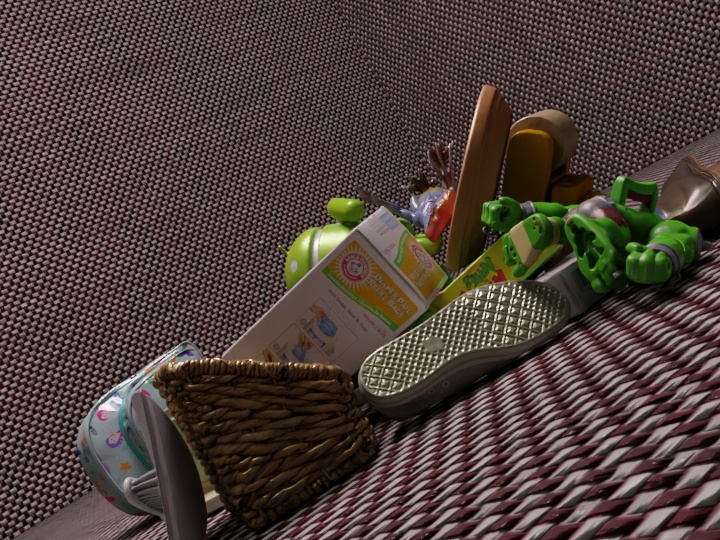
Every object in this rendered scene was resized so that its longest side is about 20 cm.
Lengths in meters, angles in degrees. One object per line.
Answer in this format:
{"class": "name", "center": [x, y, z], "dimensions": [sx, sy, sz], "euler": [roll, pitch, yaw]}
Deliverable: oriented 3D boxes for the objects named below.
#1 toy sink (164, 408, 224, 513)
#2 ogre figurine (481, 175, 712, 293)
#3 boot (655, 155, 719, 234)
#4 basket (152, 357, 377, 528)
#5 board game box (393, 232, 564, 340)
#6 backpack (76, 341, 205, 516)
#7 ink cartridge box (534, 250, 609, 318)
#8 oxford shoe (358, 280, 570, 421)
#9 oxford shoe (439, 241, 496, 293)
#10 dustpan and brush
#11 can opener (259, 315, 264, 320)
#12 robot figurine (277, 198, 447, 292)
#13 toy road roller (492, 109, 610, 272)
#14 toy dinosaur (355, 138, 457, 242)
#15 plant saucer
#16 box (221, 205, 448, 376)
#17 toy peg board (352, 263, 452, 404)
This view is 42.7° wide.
{"class": "toy sink", "center": [-0.127, 0.167, 0.998], "dimensions": [0.130, 0.112, 0.200], "euler": [-30, -1, 16]}
{"class": "ogre figurine", "center": [0.208, -0.029, 0.785], "dimensions": [0.119, 0.099, 0.200], "euler": [-7, -1, -30]}
{"class": "boot", "center": [0.309, -0.063, 0.919], "dimensions": [0.097, 0.075, 0.200], "euler": [-27, 1, 4]}
{"class": "basket", "center": [-0.081, 0.115, 0.791], "dimensions": [0.142, 0.149, 0.200], "euler": [-29, -2, -17]}
{"class": "board game box", "center": [0.118, 0.028, 0.934], "dimensions": [0.200, 0.048, 0.102], "euler": [-43, -11, -2]}
{"class": "backpack", "center": [-0.251, 0.206, 1.172], "dimensions": [0.200, 0.178, 0.151], "euler": [-33, -4, -30]}
{"class": "ink cartridge box", "center": [0.175, 0.030, 0.947], "dimensions": [0.200, 0.057, 0.162], "euler": [-25, 3, 43]}
{"class": "oxford shoe", "center": [0.090, 0.068, 0.798], "dimensions": [0.199, 0.075, 0.058], "euler": [-26, -39, -10]}
{"class": "oxford shoe", "center": [0.126, 0.048, 1.031], "dimensions": [0.200, 0.071, 0.073], "euler": [-40, -32, 7]}
{"class": "dustpan and brush", "center": [-0.163, 0.198, 0.787], "dimensions": [0.057, 0.140, 0.200], "euler": [-19, -27, 2]}
{"class": "can opener", "center": [-0.034, 0.057, 1.022], "dimensions": [0.199, 0.079, 0.063], "euler": [-13, 28, 21]}
{"class": "robot figurine", "center": [0.000, 0.000, 1.098], "dimensions": [0.199, 0.176, 0.116], "euler": [-5, 9, 14]}
{"class": "toy road roller", "center": [0.245, -0.081, 1.080], "dimensions": [0.145, 0.201, 0.123], "euler": [9, 19, 23]}
{"class": "toy dinosaur", "center": [0.099, -0.079, 1.064], "dimensions": [0.105, 0.200, 0.182], "euler": [-42, 33, 23]}
{"class": "plant saucer", "center": [0.129, -0.095, 0.982], "dimensions": [0.037, 0.201, 0.200], "euler": [11, 6, 8]}
{"class": "box", "center": [-0.023, 0.045, 0.919], "dimensions": [0.200, 0.101, 0.112], "euler": [-43, 0, 23]}
{"class": "toy peg board", "center": [0.047, 0.079, 1.177], "dimensions": [0.200, 0.098, 0.199], "euler": [-31, -1, 18]}
